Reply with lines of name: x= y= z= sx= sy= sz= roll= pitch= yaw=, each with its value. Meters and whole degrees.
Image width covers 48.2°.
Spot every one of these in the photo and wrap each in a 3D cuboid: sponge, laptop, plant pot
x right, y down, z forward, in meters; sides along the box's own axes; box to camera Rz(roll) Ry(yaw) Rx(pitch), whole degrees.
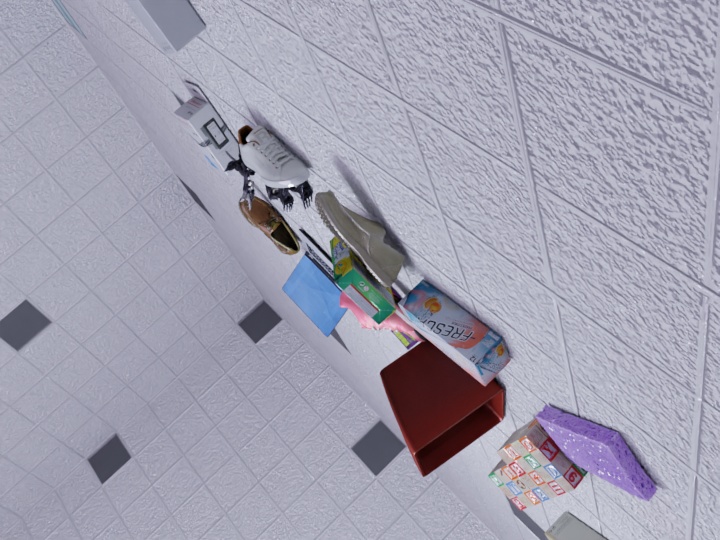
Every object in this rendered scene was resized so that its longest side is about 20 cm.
sponge: x=0.346 y=0.267 z=1.199 sx=0.112 sy=0.030 sz=0.200 roll=51 pitch=168 yaw=-12
laptop: x=-0.114 y=0.033 z=1.993 sx=0.187 sy=0.116 sz=0.200 roll=44 pitch=168 yaw=20
plant pot: x=0.142 y=0.245 z=1.536 sx=0.177 sy=0.199 sz=0.200 roll=53 pitch=172 yaw=27

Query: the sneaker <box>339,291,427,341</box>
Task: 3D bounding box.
sneaker: x=0.044 y=0.086 z=1.540 sx=0.199 sy=0.087 sz=0.074 roll=36 pitch=-165 yaw=16

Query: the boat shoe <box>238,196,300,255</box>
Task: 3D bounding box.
boat shoe: x=-0.226 y=-0.120 z=2.061 sx=0.200 sy=0.072 sz=0.068 roll=43 pitch=168 yaw=-22

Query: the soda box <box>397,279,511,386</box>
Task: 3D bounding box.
soda box: x=0.151 y=0.098 z=1.310 sx=0.200 sy=0.063 sz=0.069 roll=38 pitch=165 yaw=43

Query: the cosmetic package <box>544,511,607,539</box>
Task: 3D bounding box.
cosmetic package: x=0.481 y=0.592 z=1.661 sx=0.104 sy=0.073 sz=0.200 roll=52 pitch=170 yaw=-18

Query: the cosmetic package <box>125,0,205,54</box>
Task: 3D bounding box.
cosmetic package: x=-0.357 y=-0.470 z=1.358 sx=0.201 sy=0.071 sz=0.101 roll=53 pitch=168 yaw=-24

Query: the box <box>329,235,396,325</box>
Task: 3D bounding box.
box: x=0.000 y=0.000 z=1.429 sx=0.117 sy=0.048 sz=0.201 roll=44 pitch=-164 yaw=-22

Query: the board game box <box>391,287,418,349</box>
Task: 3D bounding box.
board game box: x=0.083 y=0.103 z=1.688 sx=0.120 sy=0.032 sz=0.200 roll=44 pitch=168 yaw=5

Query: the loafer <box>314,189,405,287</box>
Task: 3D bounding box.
loafer: x=0.001 y=-0.063 z=1.332 sx=0.200 sy=0.068 sz=0.076 roll=49 pitch=173 yaw=-20

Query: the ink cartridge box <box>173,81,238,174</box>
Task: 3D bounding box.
ink cartridge box: x=-0.356 y=-0.327 z=1.849 sx=0.116 sy=0.068 sz=0.201 roll=32 pitch=159 yaw=55

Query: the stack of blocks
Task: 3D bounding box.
stack of blocks: x=0.296 y=0.335 z=1.392 sx=0.115 sy=0.058 sz=0.200 roll=46 pitch=150 yaw=9

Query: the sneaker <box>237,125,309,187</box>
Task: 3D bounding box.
sneaker: x=-0.171 y=-0.215 z=1.489 sx=0.199 sy=0.073 sz=0.085 roll=30 pitch=147 yaw=42

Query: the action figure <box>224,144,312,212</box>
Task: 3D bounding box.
action figure: x=-0.194 y=-0.175 z=1.606 sx=0.199 sy=0.118 sz=0.103 roll=32 pitch=130 yaw=32
